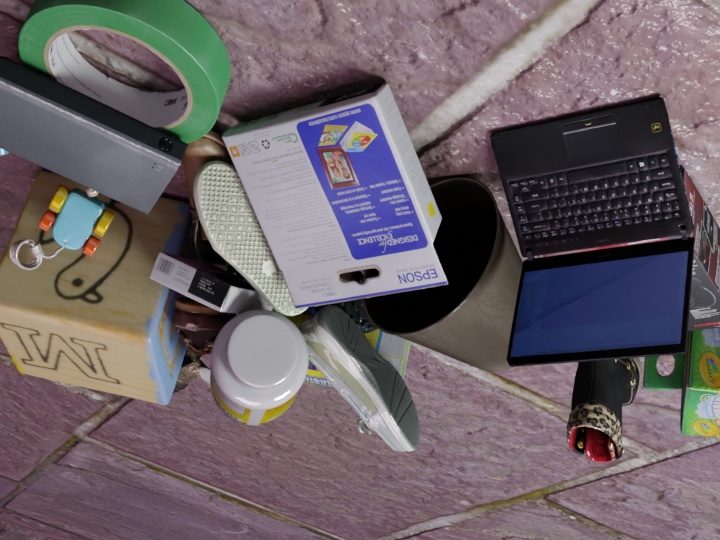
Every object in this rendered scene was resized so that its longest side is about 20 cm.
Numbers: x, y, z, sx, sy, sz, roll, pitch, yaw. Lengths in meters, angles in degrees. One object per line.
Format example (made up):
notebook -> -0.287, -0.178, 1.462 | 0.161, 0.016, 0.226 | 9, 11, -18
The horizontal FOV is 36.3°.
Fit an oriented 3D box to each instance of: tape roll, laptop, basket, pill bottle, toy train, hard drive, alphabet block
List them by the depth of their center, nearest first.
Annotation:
laptop -> 0.201, -0.031, 0.995 | 0.175, 0.103, 0.203 | -8, 107, 34
tape roll -> -0.224, -0.199, 1.051 | 0.197, 0.049, 0.201 | 11, 150, 6
hard drive -> -0.287, -0.133, 1.112 | 0.198, 0.033, 0.139 | 25, 154, -16
basket -> 0.116, 0.022, 1.185 | 0.135, 0.182, 0.200 | 34, 177, 38
toy train -> -0.348, -0.108, 1.213 | 0.147, 0.056, 0.203 | -7, 111, 1
pill bottle -> -0.116, 0.109, 1.243 | 0.107, 0.111, 0.200 | 16, 163, -4
alphabet block -> -0.310, 0.025, 1.330 | 0.196, 0.198, 0.197 | 11, 149, 3

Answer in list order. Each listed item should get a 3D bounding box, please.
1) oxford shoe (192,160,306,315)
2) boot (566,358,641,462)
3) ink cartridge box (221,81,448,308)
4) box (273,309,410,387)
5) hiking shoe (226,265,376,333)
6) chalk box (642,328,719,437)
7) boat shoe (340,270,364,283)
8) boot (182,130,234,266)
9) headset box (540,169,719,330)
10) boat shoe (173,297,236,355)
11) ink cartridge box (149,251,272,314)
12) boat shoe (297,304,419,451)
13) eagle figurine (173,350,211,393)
oxford shoe -> -0.120, -0.034, 1.190 | 0.201, 0.075, 0.058 | 55, 175, -29
boot -> 0.294, 0.157, 1.322 | 0.072, 0.153, 0.201 | 3, 149, 19
ink cartridge box -> -0.021, -0.070, 1.101 | 0.195, 0.047, 0.202 | -9, 116, 34
box -> -0.036, 0.087, 1.388 | 0.196, 0.119, 0.049 | 11, 150, 7
hiking shoe -> -0.063, 0.019, 1.343 | 0.198, 0.075, 0.087 | 29, 155, -4
chalk box -> 0.415, 0.107, 1.212 | 0.196, 0.126, 0.124 | 4, 150, 15
boat shoe -> 0.000, 0.000, 1.279 | 0.198, 0.061, 0.074 | 25, 149, -17
boot -> -0.160, -0.076, 1.208 | 0.072, 0.076, 0.201 | 10, 149, 13
headset box -> 0.283, -0.016, 1.108 | 0.147, 0.076, 0.200 | -9, 143, 36
boat shoe -> -0.183, 0.067, 1.316 | 0.069, 0.072, 0.200 | 11, 180, 4
ink cartridge box -> -0.159, 0.021, 1.261 | 0.094, 0.038, 0.200 | 24, 179, 15
boat shoe -> -0.001, 0.134, 1.297 | 0.064, 0.075, 0.203 | -31, 106, 29
eagle figurine -> -0.278, 0.112, 1.511 | 0.151, 0.197, 0.154 | 38, 143, 58
